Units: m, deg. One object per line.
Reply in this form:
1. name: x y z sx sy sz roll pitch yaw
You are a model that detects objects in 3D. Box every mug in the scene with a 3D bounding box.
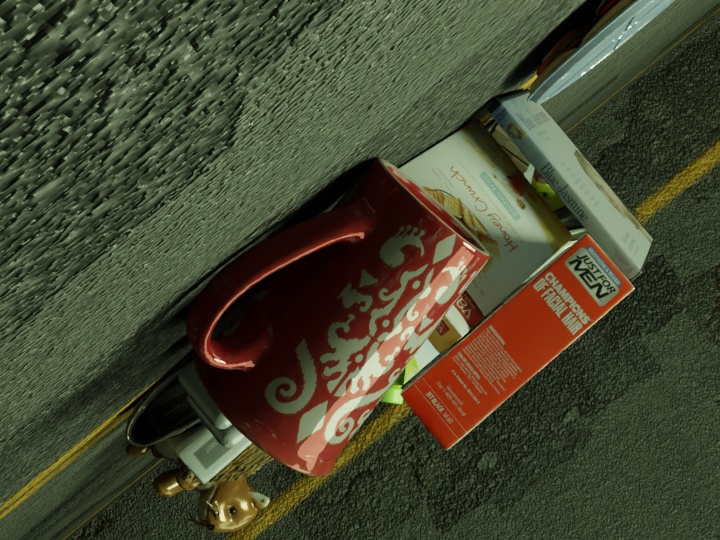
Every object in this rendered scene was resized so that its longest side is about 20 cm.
1. mug: -0.014 0.030 0.750 0.200 0.133 0.177 -49 168 9

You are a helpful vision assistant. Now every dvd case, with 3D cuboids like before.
1. dvd case: 0.202 -0.087 0.993 0.018 0.201 0.143 -41 177 24

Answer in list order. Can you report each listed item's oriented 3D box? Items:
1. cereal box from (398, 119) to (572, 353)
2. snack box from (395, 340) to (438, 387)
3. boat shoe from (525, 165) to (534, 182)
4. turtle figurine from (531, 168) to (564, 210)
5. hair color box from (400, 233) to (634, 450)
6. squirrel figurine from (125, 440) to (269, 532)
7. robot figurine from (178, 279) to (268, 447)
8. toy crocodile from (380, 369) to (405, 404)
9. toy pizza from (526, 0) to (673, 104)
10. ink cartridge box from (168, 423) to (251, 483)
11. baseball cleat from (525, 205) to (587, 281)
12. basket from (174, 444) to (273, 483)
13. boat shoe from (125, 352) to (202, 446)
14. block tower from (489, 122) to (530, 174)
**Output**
1. cereal box: 0.086 -0.036 0.917 0.199 0.144 0.039 -36 176 -44
2. snack box: 0.050 0.046 1.410 0.199 0.169 0.068 -37 180 -32
3. boat shoe: 0.157 -0.124 1.239 0.199 0.066 0.074 -33 136 -39
4. turtle figurine: 0.172 -0.059 1.171 0.200 0.064 0.162 -47 178 -43
5. hair color box: 0.127 0.061 0.891 0.200 0.064 0.111 -42 174 0
6. squirrel figurine: -0.192 0.257 1.459 0.141 0.187 0.200 -40 176 34
7. robot figurine: -0.061 0.064 0.922 0.199 0.113 0.170 -38 158 -17
8. toy crocodile: 0.008 0.089 1.028 0.200 0.061 0.069 175 -76 -80
9. toy pizza: 0.218 -0.216 0.907 0.199 0.032 0.200 -38 177 -2
10. ink cartridge box: -0.136 0.139 1.145 0.162 0.057 0.200 -41 -170 -11
11. baseball cleat: 0.187 -0.024 1.070 0.198 0.071 0.106 -7 166 -36
12. basket: -0.144 0.149 1.271 0.199 0.151 0.142 -32 156 26
13. boat shoe: -0.155 0.117 1.027 0.199 0.067 0.057 -37 -178 30
14. block tower: 0.123 -0.076 1.106 0.201 0.054 0.058 -56 -179 -15
